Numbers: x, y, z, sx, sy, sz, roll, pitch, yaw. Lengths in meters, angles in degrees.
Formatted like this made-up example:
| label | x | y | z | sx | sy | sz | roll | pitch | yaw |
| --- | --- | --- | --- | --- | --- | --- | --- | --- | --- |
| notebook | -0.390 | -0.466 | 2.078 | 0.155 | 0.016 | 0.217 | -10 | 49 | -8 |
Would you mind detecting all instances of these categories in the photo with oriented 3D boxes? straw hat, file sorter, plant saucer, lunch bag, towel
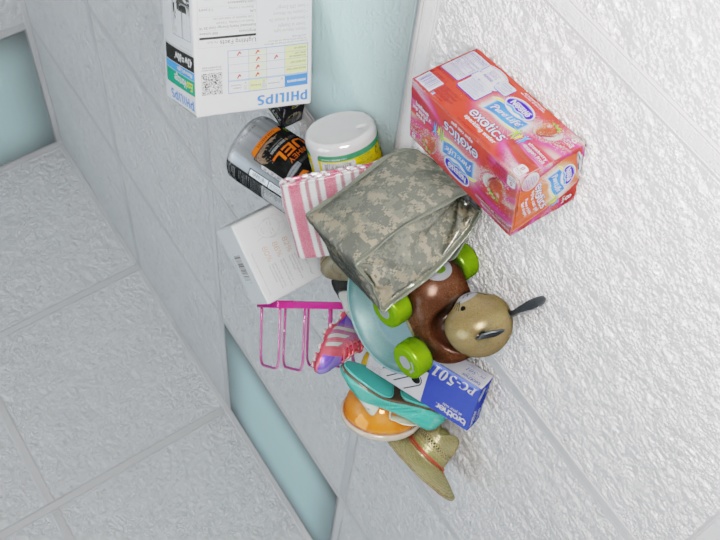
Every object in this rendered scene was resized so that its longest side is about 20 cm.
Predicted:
| label | x | y | z | sx | sy | sz | roll | pitch | yaw |
| --- | --- | --- | --- | --- | --- | --- | --- | --- | --- |
| straw hat | 0.128 | 0.311 | 1.868 | 0.201 | 0.085 | 0.201 | 45 | -176 | -4 |
| file sorter | -0.077 | 0.118 | 1.912 | 0.139 | 0.198 | 0.127 | 179 | 93 | -70 |
| plant saucer | 0.058 | 0.057 | 1.597 | 0.199 | 0.036 | 0.202 | 22 | 120 | 43 |
| lunch bag | 0.054 | -0.067 | 1.421 | 0.164 | 0.200 | 0.118 | 44 | 168 | 50 |
| towel | -0.012 | -0.093 | 1.556 | 0.030 | 0.198 | 0.147 | -101 | 0 | -51 |

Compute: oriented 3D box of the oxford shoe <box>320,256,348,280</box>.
| label | x | y | z | sx | sy | sz | roll | pitch | yaw |
| --- | --- | --- | --- | --- | --- | --- | --- | --- | --- |
| oxford shoe | 0.000 | 0.000 | 1.700 | 0.199 | 0.075 | 0.070 | -8 | 138 | 45 |

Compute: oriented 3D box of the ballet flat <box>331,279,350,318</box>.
| label | x | y | z | sx | sy | sz | roll | pitch | yaw |
| --- | --- | --- | --- | --- | --- | --- | --- | --- | --- |
| ballet flat | 0.013 | 0.050 | 1.756 | 0.199 | 0.069 | 0.068 | 7 | 146 | 43 |

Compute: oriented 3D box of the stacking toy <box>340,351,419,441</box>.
| label | x | y | z | sx | sy | sz | roll | pitch | yaw |
| --- | --- | --- | --- | --- | --- | --- | --- | --- | --- |
| stacking toy | 0.043 | 0.177 | 1.795 | 0.146 | 0.145 | 0.201 | 40 | 134 | 46 |

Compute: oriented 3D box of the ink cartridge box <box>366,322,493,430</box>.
| label | x | y | z | sx | sy | sz | roll | pitch | yaw |
| --- | --- | --- | --- | --- | --- | --- | --- | --- | --- |
| ink cartridge box | 0.107 | 0.161 | 1.671 | 0.199 | 0.044 | 0.095 | 30 | 130 | 22 |

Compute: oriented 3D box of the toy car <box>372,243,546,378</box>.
| label | x | y | z | sx | sy | sz | roll | pitch | yaw |
| --- | --- | --- | --- | --- | --- | --- | --- | --- | --- |
| toy car | 0.147 | 0.055 | 1.414 | 0.199 | 0.164 | 0.159 | 0 | 117 | 57 |

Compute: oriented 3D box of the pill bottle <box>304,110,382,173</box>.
| label | x | y | z | sx | sy | sz | roll | pitch | yaw |
| --- | --- | --- | --- | --- | --- | --- | --- | --- | --- |
| pill bottle | -0.013 | -0.132 | 1.615 | 0.113 | 0.112 | 0.201 | 38 | 149 | 48 |

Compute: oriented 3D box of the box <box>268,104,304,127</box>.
| label | x | y | z | sx | sy | sz | roll | pitch | yaw |
| --- | --- | --- | --- | --- | --- | --- | --- | --- | --- |
| box | -0.160 | -0.363 | 1.773 | 0.201 | 0.049 | 0.161 | 55 | 157 | 16 |

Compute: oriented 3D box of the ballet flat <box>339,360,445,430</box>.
| label | x | y | z | sx | sy | sz | roll | pitch | yaw |
| --- | --- | --- | --- | --- | --- | --- | --- | --- | --- |
| ballet flat | 0.048 | 0.216 | 1.728 | 0.067 | 0.199 | 0.071 | -84 | 17 | -62 |

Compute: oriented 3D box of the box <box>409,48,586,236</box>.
| label | x | y | z | sx | sy | sz | roll | pitch | yaw |
| --- | --- | --- | --- | --- | --- | --- | --- | --- | --- |
| box | 0.152 | -0.150 | 1.204 | 0.200 | 0.099 | 0.096 | 49 | 156 | 32 |

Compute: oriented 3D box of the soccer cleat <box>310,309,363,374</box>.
| label | x | y | z | sx | sy | sz | roll | pitch | yaw |
| --- | --- | --- | --- | --- | --- | --- | --- | --- | --- |
| soccer cleat | -0.024 | 0.121 | 1.766 | 0.076 | 0.200 | 0.067 | 24 | 116 | 6 |

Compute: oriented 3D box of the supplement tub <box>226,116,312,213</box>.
| label | x | y | z | sx | sy | sz | roll | pitch | yaw |
| --- | --- | --- | --- | --- | --- | --- | --- | --- | --- |
| supplement tub | -0.117 | -0.162 | 1.772 | 0.199 | 0.123 | 0.123 | 34 | 151 | 17 |

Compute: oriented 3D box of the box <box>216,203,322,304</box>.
| label | x | y | z | sx | sy | sz | roll | pitch | yaw |
| --- | --- | --- | --- | --- | --- | --- | --- | --- | --- |
| box | -0.128 | -0.050 | 1.873 | 0.153 | 0.199 | 0.106 | 65 | 159 | -7 |

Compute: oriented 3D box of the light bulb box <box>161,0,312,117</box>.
| label | x | y | z | sx | sy | sz | roll | pitch | yaw |
| --- | --- | --- | --- | --- | --- | --- | --- | --- | --- |
| light bulb box | -0.183 | -0.350 | 1.565 | 0.125 | 0.197 | 0.202 | 38 | 132 | 50 |
